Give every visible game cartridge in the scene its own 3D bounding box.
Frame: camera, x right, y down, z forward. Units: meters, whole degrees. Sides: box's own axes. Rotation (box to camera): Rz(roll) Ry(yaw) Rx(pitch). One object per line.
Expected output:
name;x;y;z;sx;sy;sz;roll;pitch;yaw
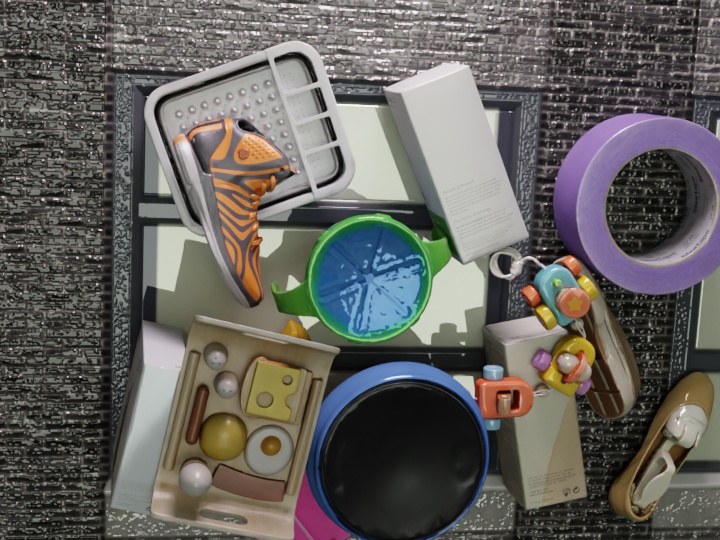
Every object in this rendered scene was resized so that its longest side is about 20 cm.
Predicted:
game cartridge;-0.105;0.148;1.305;0.032;0.200;0.177;30;93;-12

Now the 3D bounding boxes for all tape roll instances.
tape roll;0.328;-0.077;1.397;0.199;0.085;0.201;-2;100;-8

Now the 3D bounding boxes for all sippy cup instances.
sippy cup;0.000;0.000;1.332;0.177;0.130;0.140;17;96;-12

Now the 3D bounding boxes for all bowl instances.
bowl;0.042;0.198;1.294;0.200;0.039;0.201;-2;101;-10

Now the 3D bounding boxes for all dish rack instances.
dish rack;-0.120;-0.143;1.331;0.199;0.044;0.172;-20;104;-6

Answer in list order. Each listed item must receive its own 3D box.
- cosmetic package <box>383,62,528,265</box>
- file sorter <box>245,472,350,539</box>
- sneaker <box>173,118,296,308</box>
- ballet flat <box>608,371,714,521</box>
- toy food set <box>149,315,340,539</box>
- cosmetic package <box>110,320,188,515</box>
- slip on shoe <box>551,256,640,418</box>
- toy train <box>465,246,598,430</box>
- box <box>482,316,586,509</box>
cosmetic package;0.104;-0.120;1.340;0.085;0.108;0.200;-23;101;-4
file sorter;-0.023;0.250;1.376;0.200;0.125;0.139;-37;104;-2
sneaker;-0.113;-0.065;1.286;0.112;0.078;0.201;-20;103;-4
ballet flat;0.373;0.217;1.468;0.069;0.063;0.200;30;94;-14
toy food set;-0.110;0.152;1.171;0.143;0.060;0.201;13;98;-11
cosmetic package;-0.222;0.148;1.286;0.052;0.200;0.151;15;97;-13
slip on shoe;0.276;0.072;1.430;0.061;0.076;0.200;-30;98;-41
toy train;0.189;0.080;1.323;0.150;0.056;0.201;4;99;-13
box;0.200;0.162;1.415;0.077;0.095;0.201;-10;103;-9
